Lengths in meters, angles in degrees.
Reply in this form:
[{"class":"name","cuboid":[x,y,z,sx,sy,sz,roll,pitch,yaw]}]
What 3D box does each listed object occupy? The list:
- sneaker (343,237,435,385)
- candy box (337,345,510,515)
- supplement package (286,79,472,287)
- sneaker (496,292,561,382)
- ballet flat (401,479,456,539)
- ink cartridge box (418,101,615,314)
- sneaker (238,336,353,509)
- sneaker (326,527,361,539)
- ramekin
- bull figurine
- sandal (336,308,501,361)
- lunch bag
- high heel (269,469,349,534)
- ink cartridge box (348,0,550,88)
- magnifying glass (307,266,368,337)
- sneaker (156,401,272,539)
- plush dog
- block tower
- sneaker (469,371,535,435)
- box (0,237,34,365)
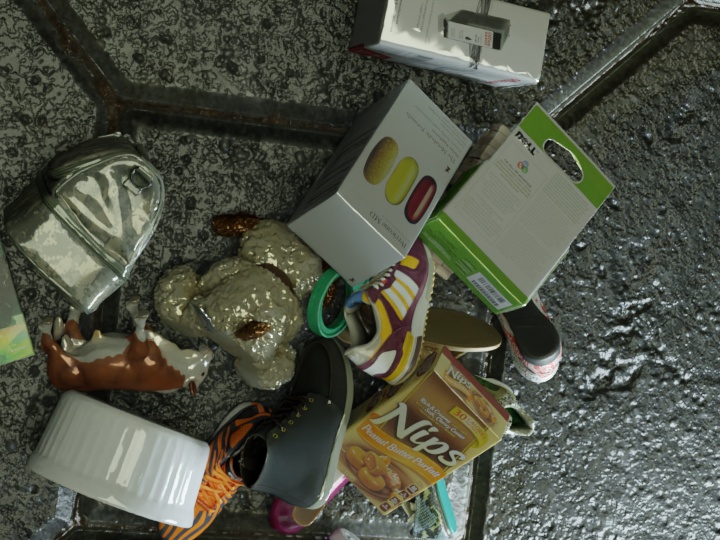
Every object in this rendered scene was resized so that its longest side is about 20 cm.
[{"class":"sneaker","cuboid":[0.029,0.028,1.691,0.090,0.075,0.202,29,48,-29]},{"class":"candy box","cuboid":[0.061,0.187,1.695,0.115,0.055,0.200,45,124,-10]},{"class":"supplement package","cuboid":[0.024,-0.100,1.692,0.114,0.109,0.201,42,53,-15]},{"class":"sneaker","cuboid":[0.190,0.042,1.818,0.067,0.108,0.203,-23,65,-3]},{"class":"ballet flat","cuboid":[0.067,0.237,1.811,0.073,0.074,0.203,-12,95,-13]},{"class":"ink cartridge box","cuboid":[0.185,-0.073,1.740,0.148,0.076,0.200,45,69,-8]},{"class":"sneaker","cuboid":[-0.073,0.163,1.680,0.106,0.074,0.203,22,66,-40]},{"class":"sneaker","cuboid":[-0.008,0.424,1.807,0.200,0.081,0.147,42,93,-18]},{"class":"ramekin","cuboid":[-0.266,0.209,1.655,0.199,0.200,0.099,23,83,-15]},{"class":"bull figurine","cuboid":[-0.270,0.093,1.676,0.197,0.065,0.123,-6,119,7]},{"class":"sandal","cuboid":[0.064,0.093,1.799,0.209,0.078,0.070,5,123,-18]},{"class":"lunch bag","cuboid":[-0.293,-0.068,1.618,0.168,0.200,0.140,-43,107,-3]},{"class":"high heel","cuboid":[-0.037,0.241,1.800,0.067,0.096,0.201,42,64,-12]},{"class":"ink cartridge box","cuboid":[0.103,-0.278,1.720,0.198,0.147,0.084,11,91,-16]},{"class":"magnifying glass","cuboid":[0.000,0.000,1.740,0.200,0.022,0.080,-52,143,-34]},{"class":"sneaker","cuboid":[-0.168,0.243,1.723,0.077,0.112,0.201,35,87,-15]},{"class":"plush dog","cuboid":[-0.116,0.018,1.709,0.199,0.160,0.173,36,63,-15]},{"class":"block tower","cuboid":[0.130,-0.081,1.795,0.058,0.054,0.201,36,87,-14]},{"class":"sneaker","cuboid":[0.142,0.161,1.766,0.199,0.088,0.078,15,98,-45]},{"class":"box","cuboid":[-0.465,0.021,1.664,0.143,0.036,0.202,-17,101,-12]}]
